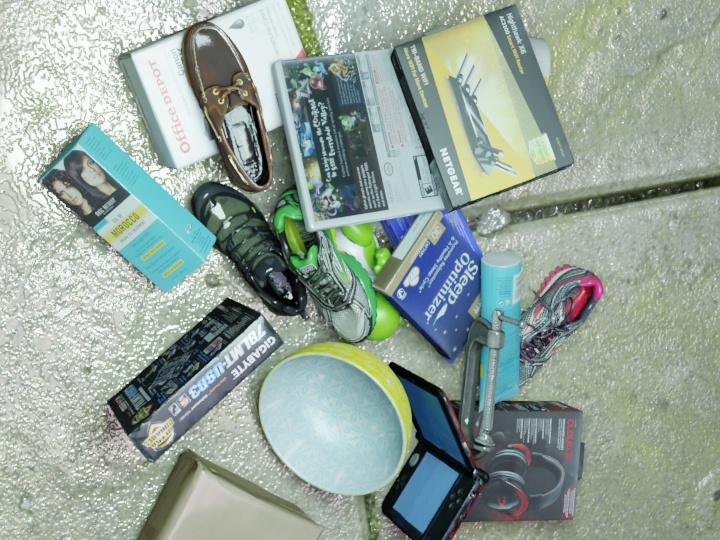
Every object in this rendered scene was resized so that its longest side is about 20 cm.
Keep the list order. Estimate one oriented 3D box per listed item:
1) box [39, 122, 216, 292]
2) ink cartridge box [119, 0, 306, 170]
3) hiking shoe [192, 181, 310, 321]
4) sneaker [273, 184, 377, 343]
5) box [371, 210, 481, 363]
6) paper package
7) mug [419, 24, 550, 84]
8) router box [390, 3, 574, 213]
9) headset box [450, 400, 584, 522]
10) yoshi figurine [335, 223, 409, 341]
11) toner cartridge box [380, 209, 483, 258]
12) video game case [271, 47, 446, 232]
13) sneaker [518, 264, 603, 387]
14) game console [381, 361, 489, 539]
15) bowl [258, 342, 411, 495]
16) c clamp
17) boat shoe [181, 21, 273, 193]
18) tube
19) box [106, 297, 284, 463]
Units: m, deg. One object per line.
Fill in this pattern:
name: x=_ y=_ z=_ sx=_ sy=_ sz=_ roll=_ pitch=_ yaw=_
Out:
box: x=-0.269 y=-0.071 z=1.471 sx=0.082 sy=0.049 sz=0.200 roll=-34 pitch=112 yaw=33
ink cartridge box: x=-0.164 y=-0.223 z=1.492 sx=0.198 sy=0.084 sz=0.146 roll=-25 pitch=105 yaw=-14
hiking shoe: x=-0.123 y=-0.026 z=1.520 sx=0.076 sy=0.101 sz=0.200 roll=-43 pitch=107 yaw=-10
sneaker: x=-0.050 y=0.002 z=1.494 sx=0.077 sy=0.085 sz=0.201 roll=-26 pitch=102 yaw=24
box: x=0.105 y=0.025 z=1.570 sx=0.122 sy=0.032 sz=0.200 roll=-56 pitch=134 yaw=-12
paper package: x=-0.175 y=0.354 z=1.546 sx=0.189 sy=0.103 sz=0.202 roll=30 pitch=85 yaw=-19
mug: x=0.140 y=-0.226 z=1.556 sx=0.151 sy=0.187 sz=0.151 roll=14 pitch=117 yaw=-11
router box: x=0.141 y=-0.188 z=1.477 sx=0.156 sy=0.052 sz=0.202 roll=-21 pitch=87 yaw=-6
headset box: x=0.207 y=0.252 z=1.680 sx=0.197 sy=0.075 sz=0.151 roll=3 pitch=94 yaw=-19
yoshi figurine: x=-0.002 y=0.008 z=1.568 sx=0.112 sy=0.112 sz=0.200 roll=-41 pitch=109 yaw=-2
toner cartridge box: x=0.079 y=-0.065 z=1.617 sx=0.094 sy=0.043 sz=0.202 roll=-31 pitch=105 yaw=-15
video game case: x=0.001 y=-0.156 z=1.479 sx=0.180 sy=0.023 sz=0.203 roll=-10 pitch=83 yaw=-22
sneaker: x=0.241 y=0.075 z=1.673 sx=0.080 sy=0.075 sz=0.201 roll=39 pitch=84 yaw=-19
game console: x=0.065 y=0.230 z=1.563 sx=0.118 sy=0.200 sz=0.173 roll=34 pitch=86 yaw=-18
bowl: x=-0.016 y=0.165 z=1.565 sx=0.202 sy=0.198 sz=0.108 roll=64 pitch=33 yaw=-14
c clamp: x=0.148 y=0.139 z=1.525 sx=0.027 sy=0.171 sz=0.203 roll=4 pitch=101 yaw=-14
boat shoe: x=-0.143 y=-0.185 z=1.424 sx=0.070 sy=0.070 sz=0.202 roll=-25 pitch=103 yaw=-13
tube: x=0.178 y=0.079 z=1.598 sx=0.077 sy=0.050 sz=0.203 roll=-16 pitch=115 yaw=-33
box: x=-0.195 y=0.120 z=1.461 sx=0.198 sy=0.200 sz=0.050 roll=-43 pitch=105 yaw=-10
